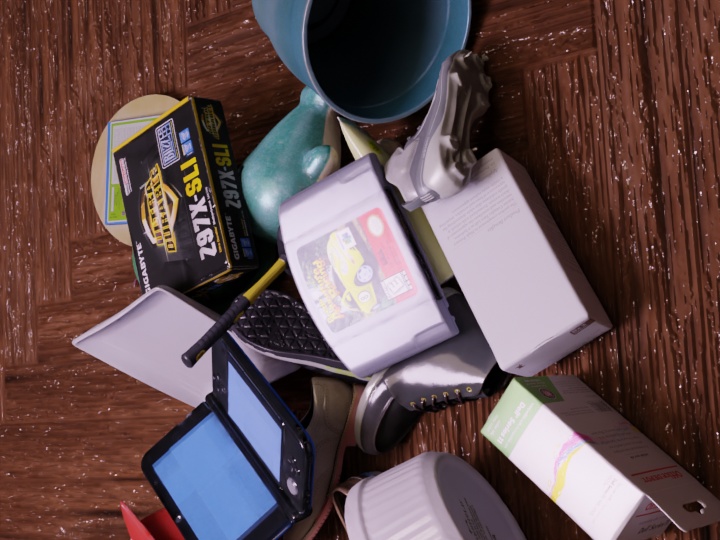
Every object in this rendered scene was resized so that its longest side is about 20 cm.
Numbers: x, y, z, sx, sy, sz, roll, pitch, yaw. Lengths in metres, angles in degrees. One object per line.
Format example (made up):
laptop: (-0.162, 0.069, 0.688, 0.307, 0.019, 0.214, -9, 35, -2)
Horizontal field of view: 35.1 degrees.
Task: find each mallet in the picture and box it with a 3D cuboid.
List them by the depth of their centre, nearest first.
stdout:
mallet: (-0.114, 0.021, 1.180, 0.041, 0.200, 0.066, 30, 143, 22)

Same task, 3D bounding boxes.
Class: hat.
hat: (-0.185, -0.011, 1.419, 0.200, 0.176, 0.166, 33, 84, 12)

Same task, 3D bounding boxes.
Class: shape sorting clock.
shape sorting clock: (-0.274, -0.129, 1.483, 0.199, 0.039, 0.201, -4, 84, 35)

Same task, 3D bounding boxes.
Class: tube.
tube: (0.040, -0.076, 1.179, 0.200, 0.052, 0.058, 56, 151, 5)

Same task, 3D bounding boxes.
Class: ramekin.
ramekin: (0.085, 0.263, 1.076, 0.094, 0.202, 0.203, -38, 64, 16)

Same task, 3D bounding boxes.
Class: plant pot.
plant pot: (-0.018, -0.278, 1.202, 0.188, 0.200, 0.201, 36, 109, 49)

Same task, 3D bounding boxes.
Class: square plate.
square plate: (-0.200, 0.089, 1.312, 0.198, 0.200, 0.029, -29, 40, 43)

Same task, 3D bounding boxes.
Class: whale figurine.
whale figurine: (-0.079, -0.129, 1.277, 0.159, 0.103, 0.201, 7, 80, 66)

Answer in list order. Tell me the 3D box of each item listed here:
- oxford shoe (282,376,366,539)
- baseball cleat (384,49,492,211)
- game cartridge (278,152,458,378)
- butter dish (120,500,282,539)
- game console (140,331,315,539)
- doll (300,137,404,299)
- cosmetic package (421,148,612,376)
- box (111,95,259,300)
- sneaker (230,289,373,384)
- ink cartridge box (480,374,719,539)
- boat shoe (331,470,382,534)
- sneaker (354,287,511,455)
oxford shoe: (-0.056, 0.210, 1.250, 0.071, 0.074, 0.201, -149, 78, -78)
baseball cleat: (0.073, -0.143, 1.139, 0.106, 0.070, 0.200, -25, 32, 35)
game cartridge: (0.000, 0.000, 1.145, 0.133, 0.041, 0.201, -28, 84, 26)
butter dish: (-0.155, 0.337, 1.298, 0.148, 0.200, 0.200, -35, 50, -18)
game console: (-0.148, 0.194, 1.206, 0.200, 0.118, 0.171, 46, 145, 36)
doll: (0.006, -0.048, 1.248, 0.136, 0.048, 0.201, 24, 96, 38)
cosmetic package: (0.148, -0.008, 1.101, 0.102, 0.074, 0.200, -34, 63, 22)
box: (-0.199, -0.071, 1.274, 0.159, 0.049, 0.201, -23, 75, 39)
sneaker: (-0.051, 0.085, 1.234, 0.199, 0.083, 0.072, 19, 65, 14)
ink cartridge box: (0.219, 0.180, 1.016, 0.200, 0.117, 0.067, 42, 113, 33)
boat shoe: (0.030, 0.304, 1.184, 0.200, 0.072, 0.072, 55, 128, 30)
sneaker: (0.074, 0.127, 1.164, 0.106, 0.075, 0.200, 40, 110, 33)
